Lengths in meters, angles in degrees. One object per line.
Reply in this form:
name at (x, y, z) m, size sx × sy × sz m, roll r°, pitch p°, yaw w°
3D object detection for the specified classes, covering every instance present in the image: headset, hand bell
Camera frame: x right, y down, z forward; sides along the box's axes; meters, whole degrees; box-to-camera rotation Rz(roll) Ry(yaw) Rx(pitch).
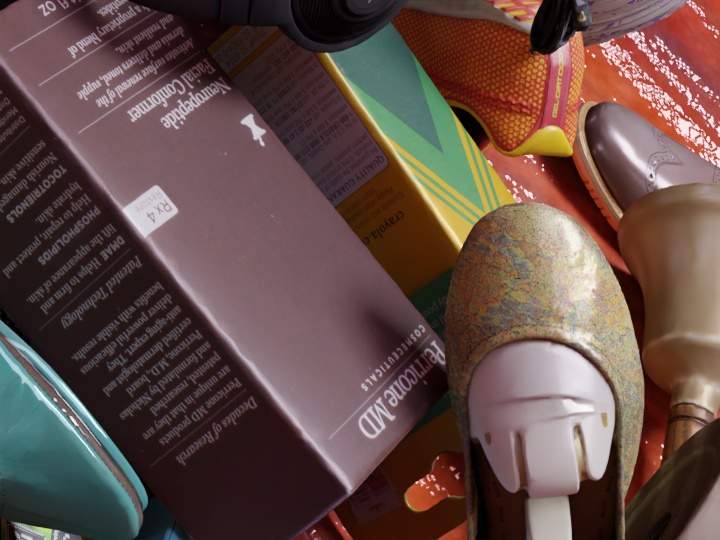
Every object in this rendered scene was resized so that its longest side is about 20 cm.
headset at (-0.012, -0.119, 0.904) m, size 0.199 × 0.094 × 0.124 m, roll 1°, pitch 40°, yaw -10°
hand bell at (0.143, 0.073, 1.107) m, size 0.104 × 0.104 × 0.201 m, roll 32°, pitch 56°, yaw -24°

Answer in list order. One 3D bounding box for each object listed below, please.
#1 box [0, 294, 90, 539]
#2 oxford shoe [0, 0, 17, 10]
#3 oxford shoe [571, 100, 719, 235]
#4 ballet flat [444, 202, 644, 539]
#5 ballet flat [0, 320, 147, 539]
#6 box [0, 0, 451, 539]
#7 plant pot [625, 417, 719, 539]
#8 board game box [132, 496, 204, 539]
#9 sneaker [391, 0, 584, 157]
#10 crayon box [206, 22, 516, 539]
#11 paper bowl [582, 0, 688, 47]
box at (-0.178, 0.007, 0.848) m, size 0.193 × 0.047 × 0.201 m, roll 29°, pitch 44°, yaw -31°
oxford shoe at (-0.172, -0.132, 0.957) m, size 0.199 × 0.072 × 0.071 m, roll 22°, pitch 19°, yaw -31°
oxford shoe at (0.184, -0.025, 1.208) m, size 0.200 × 0.073 × 0.072 m, roll 35°, pitch 43°, yaw -20°
ballet flat at (0.064, 0.077, 0.878) m, size 0.071 × 0.070 × 0.201 m, roll -41°, pitch 135°, yaw -51°
ballet flat at (-0.152, 0.022, 0.786) m, size 0.070 × 0.067 × 0.200 m, roll -41°, pitch 94°, yaw -28°
box at (-0.066, -0.005, 0.878) m, size 0.200 × 0.075 × 0.100 m, roll 51°, pitch 35°, yaw -3°
plant pot at (0.175, 0.155, 0.985) m, size 0.173 × 0.200 × 0.200 m, roll 37°, pitch 41°, yaw -4°
board game box at (-0.040, 0.190, 0.847) m, size 0.151 × 0.047 × 0.201 m, roll 38°, pitch 42°, yaw -18°
sneaker at (0.022, -0.086, 1.041) m, size 0.073 × 0.200 × 0.078 m, roll -1°, pitch 103°, yaw -25°
crayon box at (0.000, 0.000, 0.966) m, size 0.201 × 0.126 × 0.052 m, roll 56°, pitch 39°, yaw 3°
paper bowl at (0.085, -0.194, 1.167) m, size 0.199 × 0.104 × 0.202 m, roll -2°, pitch 68°, yaw 4°
